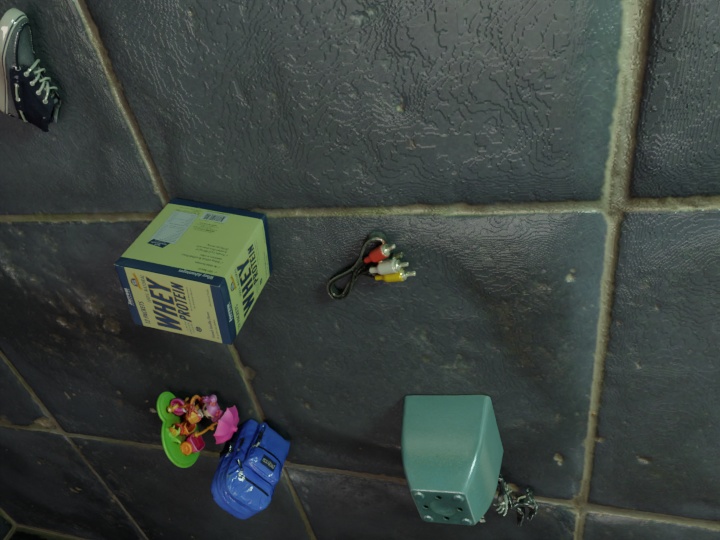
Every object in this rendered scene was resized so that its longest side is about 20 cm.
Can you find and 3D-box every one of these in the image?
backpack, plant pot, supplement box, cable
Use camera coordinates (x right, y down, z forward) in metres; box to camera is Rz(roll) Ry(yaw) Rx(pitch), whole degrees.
[{"bbox_3d":[-0.278,0.500,1.394,0.161,0.202,0.167,38,130,-14],"label":"backpack"},{"bbox_3d":[0.185,0.405,1.157,0.191,0.202,0.199,-6,126,22],"label":"plant pot"},{"bbox_3d":[-0.285,-0.004,0.986,0.194,0.202,0.137,10,132,11],"label":"supplement box"},{"bbox_3d":[0.000,0.000,0.991,0.197,0.051,0.098,-24,116,32],"label":"cable"}]

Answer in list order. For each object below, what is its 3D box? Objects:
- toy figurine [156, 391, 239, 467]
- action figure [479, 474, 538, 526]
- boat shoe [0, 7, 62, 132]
[{"bbox_3d":[-0.400,0.379,1.413,0.180,0.150,0.205,-22,95,17],"label":"toy figurine"},{"bbox_3d":[0.308,0.523,1.278,0.196,0.104,0.119,27,143,-6],"label":"action figure"},{"bbox_3d":[-0.539,-0.322,0.912,0.091,0.076,0.200,27,140,-13],"label":"boat shoe"}]
